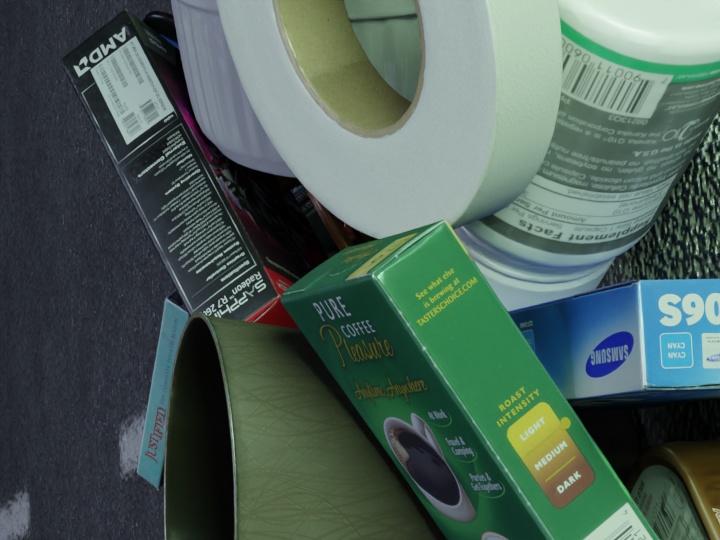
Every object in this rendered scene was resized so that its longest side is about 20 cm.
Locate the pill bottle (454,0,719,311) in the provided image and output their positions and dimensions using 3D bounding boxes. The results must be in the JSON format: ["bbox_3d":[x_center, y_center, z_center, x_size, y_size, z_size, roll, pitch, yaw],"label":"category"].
[{"bbox_3d":[0.092,-0.073,1.026,0.200,0.113,0.113,114,150,-51],"label":"pill bottle"}]

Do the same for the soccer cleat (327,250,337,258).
[{"bbox_3d":[-0.025,0.054,1.316,0.200,0.085,0.069,58,-176,-2],"label":"soccer cleat"}]

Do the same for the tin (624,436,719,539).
[{"bbox_3d":[0.151,0.156,0.979,0.200,0.042,0.112,-111,23,-47],"label":"tin"}]

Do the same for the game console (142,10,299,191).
[{"bbox_3d":[-0.101,-0.061,1.611,0.200,0.118,0.173,138,129,-67],"label":"game console"}]

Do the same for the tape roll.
[{"bbox_3d":[0.006,-0.111,0.990,0.203,0.037,0.203,35,136,43],"label":"tape roll"}]

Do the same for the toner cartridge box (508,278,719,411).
[{"bbox_3d":[0.116,0.033,0.987,0.200,0.095,0.043,161,106,-72],"label":"toner cartridge box"}]

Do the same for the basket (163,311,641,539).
[{"bbox_3d":[0.020,0.104,1.113,0.136,0.199,0.181,-140,50,-67],"label":"basket"}]

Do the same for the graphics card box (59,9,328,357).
[{"bbox_3d":[-0.070,-0.029,1.227,0.051,0.125,0.200,-37,59,12],"label":"graphics card box"}]

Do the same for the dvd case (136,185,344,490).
[{"bbox_3d":[-0.058,0.023,1.411,0.022,0.200,0.146,31,135,19],"label":"dvd case"}]

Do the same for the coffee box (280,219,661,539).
[{"bbox_3d":[0.054,0.075,0.986,0.200,0.044,0.123,55,162,-6],"label":"coffee box"}]

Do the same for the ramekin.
[{"bbox_3d":[0.003,-0.119,1.181,0.200,0.199,0.105,-132,35,-64],"label":"ramekin"}]

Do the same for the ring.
[{"bbox_3d":[0.000,0.000,1.277,0.201,0.019,0.200,58,-175,-8],"label":"ring"}]
